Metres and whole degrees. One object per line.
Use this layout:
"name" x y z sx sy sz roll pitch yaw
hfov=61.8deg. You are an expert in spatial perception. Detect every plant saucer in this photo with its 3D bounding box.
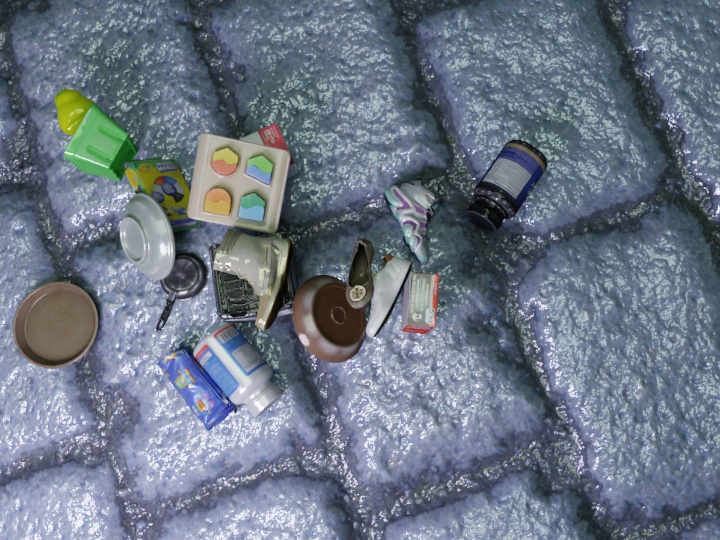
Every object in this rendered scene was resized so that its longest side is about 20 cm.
"plant saucer" -0.703 0.127 1.397 0.199 0.029 0.201 0 81 2
"plant saucer" -0.492 -0.072 1.352 0.050 0.200 0.201 -20 77 -47
"plant saucer" -0.056 0.101 1.323 0.200 0.037 0.201 17 63 -36

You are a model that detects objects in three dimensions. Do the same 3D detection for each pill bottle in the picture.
"pill bottle" 0.332 -0.192 1.388 0.112 0.112 0.200 35 83 7
"pill bottle" -0.266 0.223 1.329 0.112 0.112 0.200 -40 82 -5

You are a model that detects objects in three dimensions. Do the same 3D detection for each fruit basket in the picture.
"fruit basket" -0.629 -0.314 1.382 0.215 0.216 0.156 26 82 5

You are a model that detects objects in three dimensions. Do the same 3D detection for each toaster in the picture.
"toaster" -0.233 0.027 1.358 0.180 0.119 0.201 -11 80 0

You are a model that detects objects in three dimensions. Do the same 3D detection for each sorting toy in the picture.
"sorting toy" -0.263 -0.186 1.298 0.199 0.036 0.186 10 96 -7

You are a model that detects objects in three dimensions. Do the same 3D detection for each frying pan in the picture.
"frying pan" -0.444 0.039 1.409 0.115 0.031 0.190 44 81 9

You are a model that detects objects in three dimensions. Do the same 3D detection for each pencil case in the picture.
"pencil case" -0.363 0.258 1.341 0.087 0.078 0.200 -44 81 24

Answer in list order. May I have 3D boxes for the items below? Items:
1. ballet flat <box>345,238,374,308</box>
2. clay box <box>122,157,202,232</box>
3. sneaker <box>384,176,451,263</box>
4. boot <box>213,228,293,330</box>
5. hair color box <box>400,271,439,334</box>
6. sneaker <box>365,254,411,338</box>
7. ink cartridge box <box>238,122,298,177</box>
"ballet flat" 0.000 0.000 1.345 0.067 0.046 0.201 -7 45 16
"clay box" -0.462 -0.185 1.404 0.048 0.115 0.201 -35 80 39
"sneaker" 0.153 -0.127 1.397 0.139 0.078 0.201 -23 81 -2
"boot" -0.235 0.017 1.265 0.154 0.072 0.201 11 76 2
"hair color box" 0.126 0.074 1.301 0.064 0.200 0.112 5 81 2
"sneaker" 0.042 0.055 1.377 0.084 0.073 0.201 23 70 8
"ink cartridge box" -0.258 -0.241 1.391 0.199 0.145 0.084 -26 81 -3
